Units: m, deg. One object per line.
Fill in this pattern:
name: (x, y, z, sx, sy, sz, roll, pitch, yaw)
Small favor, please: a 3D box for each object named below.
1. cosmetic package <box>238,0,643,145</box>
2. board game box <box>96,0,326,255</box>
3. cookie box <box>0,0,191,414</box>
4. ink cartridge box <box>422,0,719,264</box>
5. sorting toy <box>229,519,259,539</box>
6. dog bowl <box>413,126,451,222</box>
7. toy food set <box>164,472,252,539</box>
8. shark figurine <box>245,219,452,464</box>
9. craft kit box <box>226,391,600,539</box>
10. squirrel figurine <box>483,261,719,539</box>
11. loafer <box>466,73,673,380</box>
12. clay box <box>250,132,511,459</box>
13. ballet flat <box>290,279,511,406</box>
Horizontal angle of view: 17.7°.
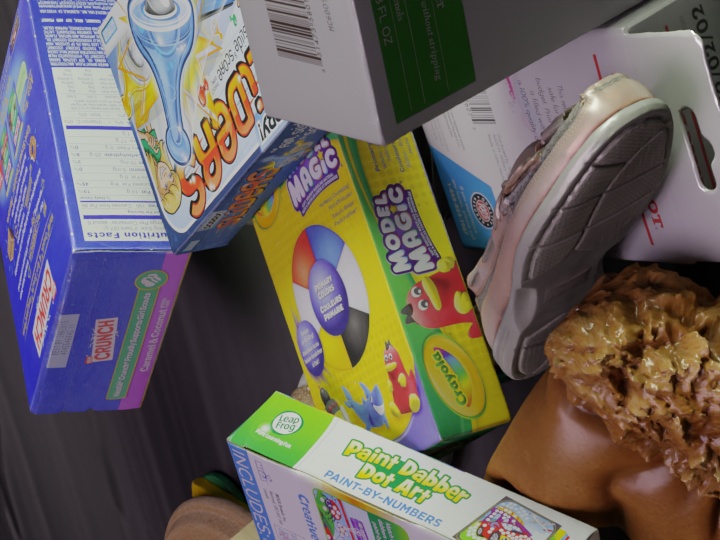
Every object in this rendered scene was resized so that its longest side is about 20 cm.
cosmetic package: (0.045, -0.145, 0.989, 0.085, 0.200, 0.108, 18, 131, 48)
board game box: (-0.067, -0.107, 1.145, 0.200, 0.034, 0.135, -45, 62, 57)
cookie box: (-0.167, -0.042, 1.389, 0.171, 0.075, 0.200, 114, 148, -51)
ink cartridge box: (0.118, -0.070, 1.070, 0.200, 0.068, 0.115, 5, 121, 51)
sorting toy: (-0.013, 0.242, 1.374, 0.200, 0.199, 0.070, 41, 158, 26)
dog bowl: (-0.012, -0.098, 1.229, 0.200, 0.059, 0.200, 33, 137, 36)
toy food set: (-0.061, 0.234, 1.555, 0.200, 0.049, 0.198, 28, 135, 39)
shark figurine: (-0.012, 0.039, 1.309, 0.215, 0.089, 0.128, 56, 145, 3)
craft kit box: (0.040, 0.171, 1.141, 0.197, 0.049, 0.200, 24, 143, 36)
squirrel figurine: (0.170, 0.087, 1.041, 0.187, 0.142, 0.200, 38, 159, 17)
loafer: (0.082, -0.025, 1.031, 0.063, 0.072, 0.200, 54, 154, 24)
clay box: (0.000, 0.000, 1.152, 0.115, 0.048, 0.200, -37, 70, 59)
ballet flat: (0.025, 0.047, 1.233, 0.200, 0.071, 0.065, -23, 80, 19)
